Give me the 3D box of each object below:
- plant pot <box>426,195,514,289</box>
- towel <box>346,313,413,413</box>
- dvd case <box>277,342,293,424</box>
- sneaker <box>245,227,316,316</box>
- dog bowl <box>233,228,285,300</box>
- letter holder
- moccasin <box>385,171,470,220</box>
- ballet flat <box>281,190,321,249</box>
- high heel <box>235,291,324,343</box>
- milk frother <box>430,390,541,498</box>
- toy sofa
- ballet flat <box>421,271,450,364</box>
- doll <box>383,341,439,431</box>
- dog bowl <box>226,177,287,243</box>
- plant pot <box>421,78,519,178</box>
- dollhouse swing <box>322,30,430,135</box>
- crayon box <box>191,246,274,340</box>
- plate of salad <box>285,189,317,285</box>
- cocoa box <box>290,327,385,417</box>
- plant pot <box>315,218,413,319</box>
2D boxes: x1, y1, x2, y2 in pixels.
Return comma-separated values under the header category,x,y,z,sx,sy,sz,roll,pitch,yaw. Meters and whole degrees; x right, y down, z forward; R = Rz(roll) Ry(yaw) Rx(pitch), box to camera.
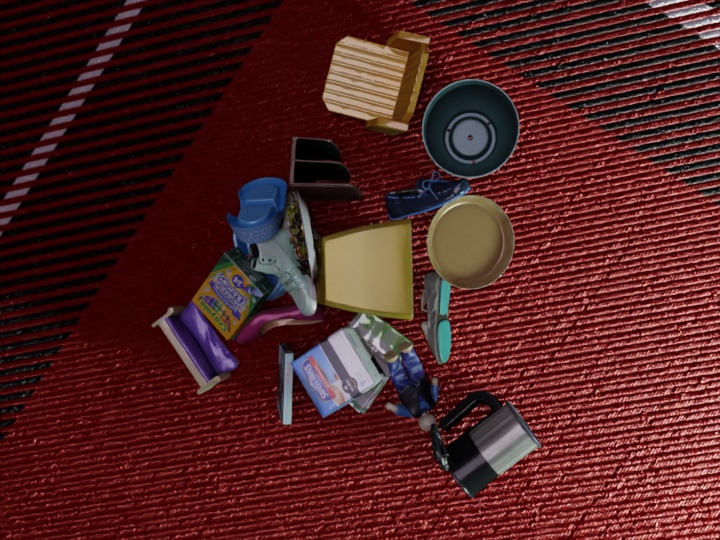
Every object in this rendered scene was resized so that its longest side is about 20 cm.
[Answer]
category,x,y,z,sx,sy,sz,roll,pitch,yaw
plant pot,0.235,-0.061,1.675,0.198,0.027,0.202,-1,94,-12
towel,0.005,0.199,1.730,0.149,0.031,0.201,37,94,6
dvd case,-0.162,0.239,1.669,0.022,0.200,0.148,2,91,-10
sneaker,-0.174,0.015,1.657,0.074,0.117,0.202,-33,77,51
dog bowl,-0.225,-0.032,1.744,0.110,0.050,0.202,-13,89,7
letter holder,-0.065,-0.212,1.653,0.140,0.200,0.102,3,87,5
moccasin,0.135,-0.164,1.659,0.198,0.080,0.069,-18,102,27
ballet flat,-0.129,-0.081,1.724,0.075,0.068,0.201,-29,88,-28
high heel,-0.181,0.125,1.733,0.199,0.067,0.096,-37,75,3
milk frother,0.250,0.353,1.612,0.188,0.200,0.181,-39,81,6
toy sofa,-0.371,0.170,1.755,0.097,0.083,0.201,-36,85,7
ballet flat,0.163,0.103,1.701,0.063,0.067,0.202,1,89,35
doll,0.112,0.262,1.687,0.136,0.048,0.201,-30,107,-18
dog bowl,-0.217,-0.129,1.673,0.110,0.201,0.050,-2,126,11
plant pot,0.234,-0.290,1.647,0.198,0.134,0.203,0,90,8
dollhouse swing,0.027,-0.416,1.667,0.174,0.182,0.202,15,93,-13
crayon box,-0.290,0.062,1.714,0.126,0.052,0.200,46,125,7
plate of salad,-0.123,-0.065,1.599,0.048,0.200,0.202,-9,89,-4
cocoa box,-0.043,0.209,1.624,0.131,0.200,0.134,-33,83,5
plant pot,0.000,0.000,1.621,0.174,0.200,0.202,-1,90,-12
